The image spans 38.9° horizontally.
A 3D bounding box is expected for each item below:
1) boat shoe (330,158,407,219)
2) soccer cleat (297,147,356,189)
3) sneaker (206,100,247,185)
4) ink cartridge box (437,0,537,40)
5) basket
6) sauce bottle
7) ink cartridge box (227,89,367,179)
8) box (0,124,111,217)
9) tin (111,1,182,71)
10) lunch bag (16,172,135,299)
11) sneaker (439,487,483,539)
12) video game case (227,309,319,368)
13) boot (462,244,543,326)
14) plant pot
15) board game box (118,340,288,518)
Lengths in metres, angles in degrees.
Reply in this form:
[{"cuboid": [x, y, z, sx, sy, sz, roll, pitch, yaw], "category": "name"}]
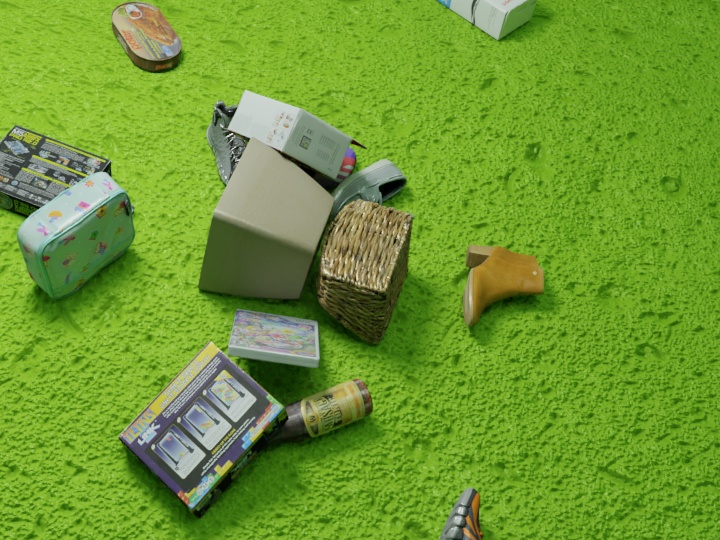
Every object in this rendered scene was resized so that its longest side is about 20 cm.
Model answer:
[{"cuboid": [0.014, -0.145, 1.927, 0.071, 0.071, 0.200, 36, 49, 22], "category": "boat shoe"}, {"cuboid": [-0.073, -0.193, 1.945, 0.068, 0.074, 0.199, 37, 52, 19], "category": "soccer cleat"}, {"cuboid": [-0.239, -0.241, 1.920, 0.074, 0.116, 0.201, -17, 55, -25], "category": "sneaker"}, {"cuboid": [0.300, -0.650, 2.412, 0.199, 0.085, 0.144, 39, 53, 21], "category": "ink cartridge box"}, {"cuboid": [0.000, 0.000, 1.759, 0.140, 0.150, 0.202, 14, 49, 9], "category": "basket"}, {"cuboid": [-0.077, 0.230, 1.591, 0.197, 0.067, 0.066, -21, 57, -22], "category": "sauce bottle"}, {"cuboid": [-0.113, -0.237, 1.846, 0.174, 0.085, 0.199, 25, 2, -40], "category": "ink cartridge box"}, {"cuboid": [-0.571, -0.166, 1.829, 0.197, 0.045, 0.162, 20, 48, 4], "category": "box"}, {"cuboid": [-0.449, -0.490, 2.137, 0.111, 0.042, 0.201, -17, 56, -30], "category": "tin"}, {"cuboid": [-0.460, -0.056, 1.687, 0.077, 0.162, 0.199, 35, 57, 24], "category": "lunch bag"}, {"cuboid": [0.167, 0.424, 1.484, 0.110, 0.078, 0.202, 21, 59, 1], "category": "sneaker"}, {"cuboid": [-0.137, 0.107, 1.638, 0.140, 0.018, 0.200, 9, 13, -5], "category": "video game case"}, {"cuboid": [0.259, 0.030, 1.832, 0.141, 0.072, 0.203, 10, 44, 0], "category": "boot"}, {"cuboid": [-0.152, -0.068, 1.746, 0.174, 0.201, 0.202, 20, 48, -2], "category": "plant pot"}, {"cuboid": [-0.232, 0.235, 1.519, 0.165, 0.057, 0.200, 38, 72, 21], "category": "board game box"}]
